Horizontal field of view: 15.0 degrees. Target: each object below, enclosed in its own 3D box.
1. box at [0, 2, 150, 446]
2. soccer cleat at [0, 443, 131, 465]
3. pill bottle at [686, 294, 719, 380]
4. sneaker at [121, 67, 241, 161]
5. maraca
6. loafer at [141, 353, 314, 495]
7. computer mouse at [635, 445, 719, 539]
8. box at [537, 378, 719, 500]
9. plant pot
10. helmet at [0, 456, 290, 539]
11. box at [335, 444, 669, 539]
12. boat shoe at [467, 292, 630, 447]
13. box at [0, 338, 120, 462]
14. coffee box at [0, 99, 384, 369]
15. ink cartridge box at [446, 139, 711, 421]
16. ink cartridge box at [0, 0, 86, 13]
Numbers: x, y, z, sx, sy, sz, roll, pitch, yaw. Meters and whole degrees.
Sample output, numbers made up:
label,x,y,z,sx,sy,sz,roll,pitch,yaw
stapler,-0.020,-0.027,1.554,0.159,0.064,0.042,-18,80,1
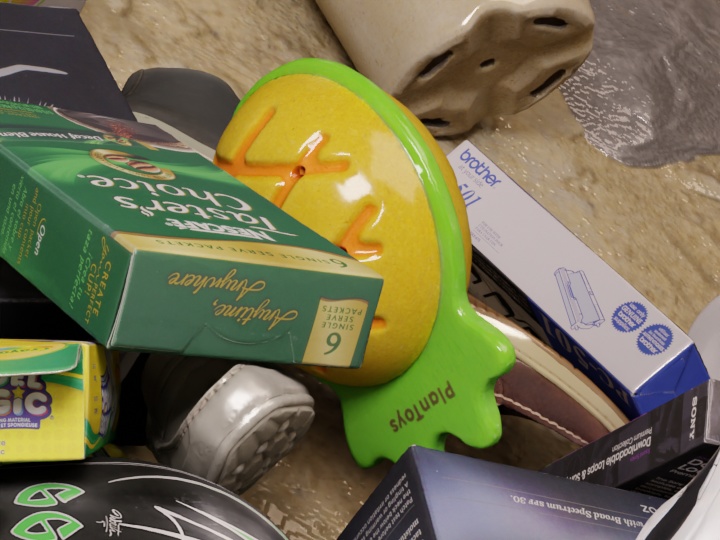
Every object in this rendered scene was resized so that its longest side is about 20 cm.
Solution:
label,x,y,z,sx,sy,sz,roll,pitch,yaw
box,-0.174,-0.024,1.255,0.147,0.104,0.200,2,46,-39
soccer cleat,-0.104,0.121,1.167,0.199,0.065,0.084,29,18,-14
pill bottle,0.282,0.071,1.522,0.199,0.113,0.113,7,43,-35
sneaker,-0.045,-0.037,1.409,0.200,0.075,0.106,35,27,-8
maraca,0.000,0.000,1.235,0.107,0.137,0.201,-17,74,-42
loafer,-0.063,0.059,1.136,0.070,0.200,0.070,-41,88,-11
computer mouse,0.187,0.094,1.181,0.110,0.044,0.200,44,63,-9
box,0.176,0.108,1.309,0.142,0.200,0.036,15,68,-21
plant pot,0.042,-0.187,1.586,0.200,0.200,0.184,-1,59,-41
helmet,-0.094,0.169,1.032,0.190,0.201,0.201,10,38,-6
box,0.098,0.202,1.200,0.199,0.123,0.199,13,41,-29
boat shoe,0.039,0.045,1.334,0.199,0.072,0.072,32,1,-9
box,-0.155,0.048,1.045,0.117,0.049,0.200,0,-3,-1
coffee box,-0.091,-0.019,1.116,0.122,0.044,0.200,8,17,-35
ink cartridge box,0.109,0.021,1.409,0.200,0.044,0.094,44,-10,42
ink cartridge box,-0.186,-0.174,1.340,0.076,0.200,0.148,46,36,15
